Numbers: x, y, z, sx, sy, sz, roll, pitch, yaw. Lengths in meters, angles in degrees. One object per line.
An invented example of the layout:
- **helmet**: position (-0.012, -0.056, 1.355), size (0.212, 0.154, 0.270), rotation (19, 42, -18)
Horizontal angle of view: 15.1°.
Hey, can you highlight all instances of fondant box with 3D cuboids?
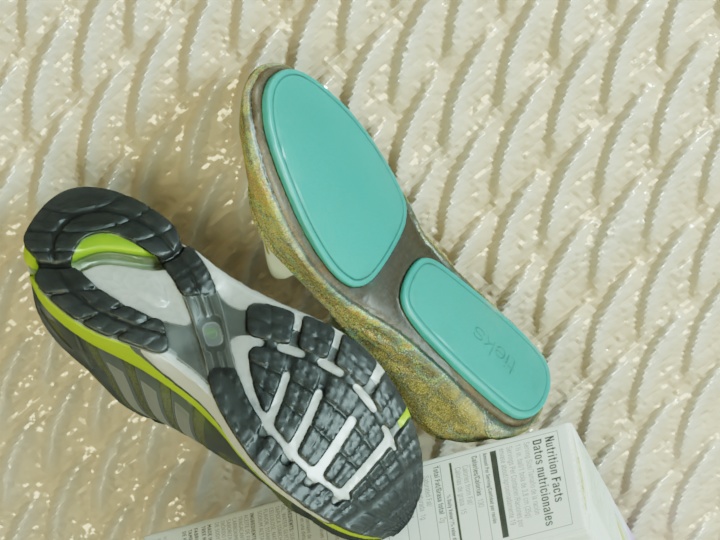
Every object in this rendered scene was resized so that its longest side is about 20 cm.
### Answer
- **fondant box**: position (0.022, 0.149, 1.203), size (0.200, 0.058, 0.144), rotation (-15, 144, 13)

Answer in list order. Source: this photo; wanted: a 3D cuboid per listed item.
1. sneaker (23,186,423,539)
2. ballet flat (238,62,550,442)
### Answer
- **sneaker**: position (-0.058, 0.044, 1.147), size (0.200, 0.074, 0.081), rotation (40, 158, 4)
- **ballet flat**: position (0.000, 0.000, 1.143), size (0.071, 0.071, 0.200), rotation (-33, 113, 20)
